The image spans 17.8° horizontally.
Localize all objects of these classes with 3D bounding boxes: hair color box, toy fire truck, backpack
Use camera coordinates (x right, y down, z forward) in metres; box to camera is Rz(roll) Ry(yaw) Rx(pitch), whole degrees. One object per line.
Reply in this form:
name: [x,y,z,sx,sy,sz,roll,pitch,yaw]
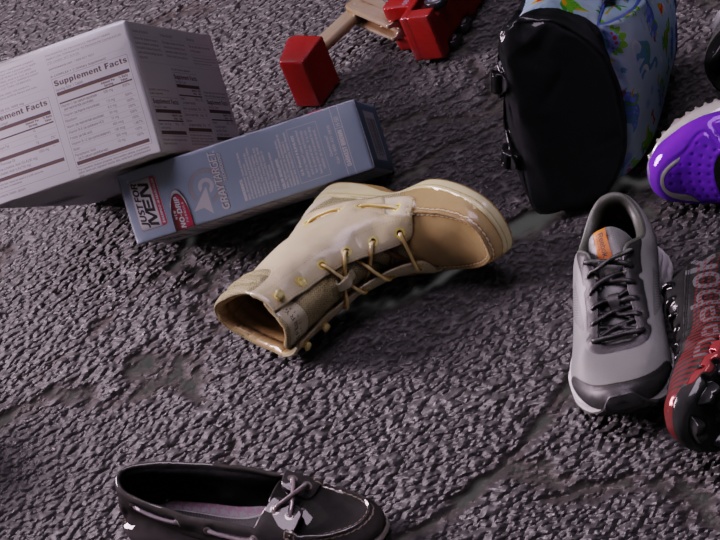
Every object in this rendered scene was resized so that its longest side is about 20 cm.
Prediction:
hair color box: [-0.082,-0.077,1.829,0.200,0.061,0.099,-18,-2,10]
toy fire truck: [0.027,-0.224,2.028,0.141,0.049,0.200,-3,37,31]
backpack: [0.174,-0.162,1.757,0.153,0.163,0.200,-10,26,6]

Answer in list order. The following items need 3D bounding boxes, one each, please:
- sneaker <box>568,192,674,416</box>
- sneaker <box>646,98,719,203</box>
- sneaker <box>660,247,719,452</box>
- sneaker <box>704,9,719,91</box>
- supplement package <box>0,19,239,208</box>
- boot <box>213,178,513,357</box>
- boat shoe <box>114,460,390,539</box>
sneaker: [0.169,0.024,1.534,0.074,0.079,0.200,-12,34,14]
sneaker: [0.294,-0.073,1.606,0.200,0.070,0.100,-11,36,20]
sneaker: [0.229,0.045,1.471,0.098,0.071,0.200,2,37,34]
sneaker: [0.342,-0.168,1.719,0.200,0.074,0.087,-2,37,38]
supplement package: [-0.210,-0.125,1.883,0.156,0.111,0.200,-17,-3,16]
boot: [0.000,0.000,1.681,0.200,0.073,0.155,7,40,44]
boat shoe: [-0.078,0.158,1.512,0.200,0.057,0.067,-2,37,31]
